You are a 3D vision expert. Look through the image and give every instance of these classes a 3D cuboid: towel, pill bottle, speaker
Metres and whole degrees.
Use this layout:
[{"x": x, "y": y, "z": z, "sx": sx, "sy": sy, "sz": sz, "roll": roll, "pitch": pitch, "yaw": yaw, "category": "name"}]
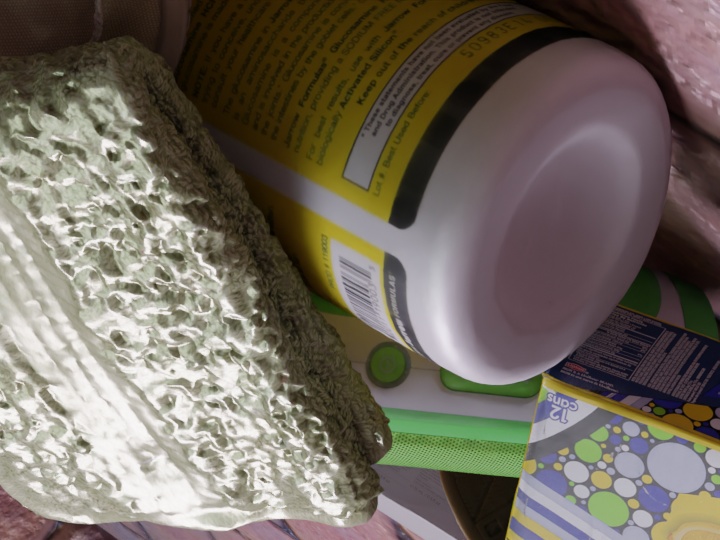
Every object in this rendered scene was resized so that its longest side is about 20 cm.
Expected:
[{"x": -0.085, "y": 0.013, "z": 0.879, "sx": 0.148, "sy": 0.037, "sz": 0.200, "roll": -6, "pitch": 131, "yaw": 27, "category": "towel"}, {"x": -0.007, "y": -0.052, "z": 0.904, "sx": 0.200, "sy": 0.113, "sz": 0.113, "roll": 30, "pitch": 165, "yaw": 34, "category": "pill bottle"}, {"x": 0.022, "y": 0.030, "z": 0.985, "sx": 0.199, "sy": 0.089, "sz": 0.088, "roll": 7, "pitch": 175, "yaw": -16, "category": "speaker"}]

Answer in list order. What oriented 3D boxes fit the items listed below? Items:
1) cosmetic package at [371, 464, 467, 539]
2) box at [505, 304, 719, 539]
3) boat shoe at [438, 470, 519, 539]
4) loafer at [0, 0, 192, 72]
[{"x": 0.057, "y": 0.094, "z": 1.314, "sx": 0.200, "sy": 0.083, "sz": 0.051, "roll": 31, "pitch": 168, "yaw": 30, "category": "cosmetic package"}, {"x": 0.153, "y": 0.082, "z": 0.895, "sx": 0.199, "sy": 0.064, "sz": 0.070, "roll": 20, "pitch": 122, "yaw": 16, "category": "box"}, {"x": 0.092, "y": 0.143, "z": 1.101, "sx": 0.065, "sy": 0.072, "sz": 0.201, "roll": 40, "pitch": -158, "yaw": -57, "category": "boat shoe"}, {"x": -0.115, "y": -0.071, "z": 0.882, "sx": 0.200, "sy": 0.068, "sz": 0.076, "roll": -43, "pitch": 63, "yaw": 54, "category": "loafer"}]
